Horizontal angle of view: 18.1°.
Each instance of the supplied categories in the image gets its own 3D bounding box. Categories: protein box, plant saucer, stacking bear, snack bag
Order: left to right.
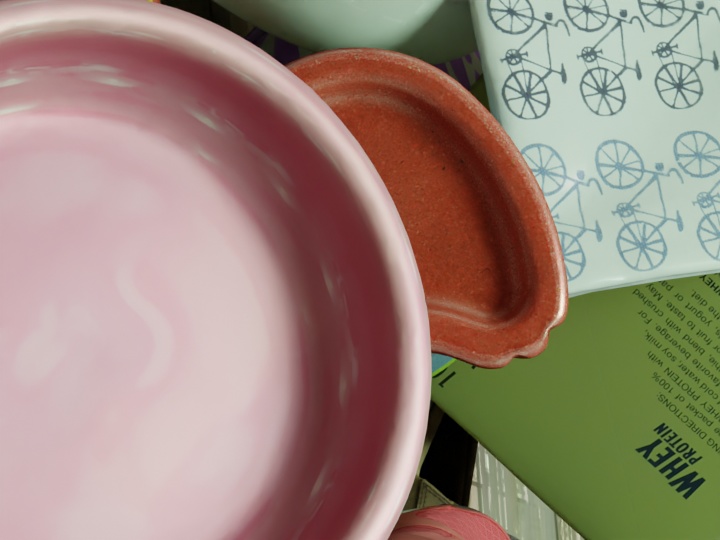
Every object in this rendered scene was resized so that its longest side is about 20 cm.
[{"bbox_3d":[-0.077,0.022,0.650,0.200,0.051,0.201,7,75,-25],"label":"plant saucer"},{"bbox_3d":[0.000,0.000,0.811,0.200,0.121,0.114,90,-11,-79],"label":"stacking bear"},{"bbox_3d":[0.129,-0.015,0.937,0.198,0.200,0.135,42,28,4],"label":"protein box"},{"bbox_3d":[0.136,-0.086,0.823,0.021,0.199,0.189,122,-40,-66],"label":"snack bag"}]

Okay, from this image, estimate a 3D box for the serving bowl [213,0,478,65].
[{"bbox_3d":[-0.026,-0.142,0.883,0.200,0.066,0.200,26,29,-16],"label":"serving bowl"}]

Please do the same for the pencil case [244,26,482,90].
[{"bbox_3d":[0.013,-0.092,1.004,0.200,0.084,0.086,-38,130,-64],"label":"pencil case"}]

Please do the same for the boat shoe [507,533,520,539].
[{"bbox_3d":[0.071,0.216,1.040,0.068,0.071,0.201,-59,141,-58],"label":"boat shoe"}]

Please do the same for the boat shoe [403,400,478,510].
[{"bbox_3d":[0.020,0.118,0.949,0.072,0.072,0.201,45,42,-55],"label":"boat shoe"}]

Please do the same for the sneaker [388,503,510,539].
[{"bbox_3d":[0.021,0.122,0.764,0.200,0.087,0.074,-11,88,-60],"label":"sneaker"}]

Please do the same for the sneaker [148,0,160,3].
[{"bbox_3d":[-0.094,-0.056,0.742,0.073,0.077,0.201,-9,79,-22],"label":"sneaker"}]
